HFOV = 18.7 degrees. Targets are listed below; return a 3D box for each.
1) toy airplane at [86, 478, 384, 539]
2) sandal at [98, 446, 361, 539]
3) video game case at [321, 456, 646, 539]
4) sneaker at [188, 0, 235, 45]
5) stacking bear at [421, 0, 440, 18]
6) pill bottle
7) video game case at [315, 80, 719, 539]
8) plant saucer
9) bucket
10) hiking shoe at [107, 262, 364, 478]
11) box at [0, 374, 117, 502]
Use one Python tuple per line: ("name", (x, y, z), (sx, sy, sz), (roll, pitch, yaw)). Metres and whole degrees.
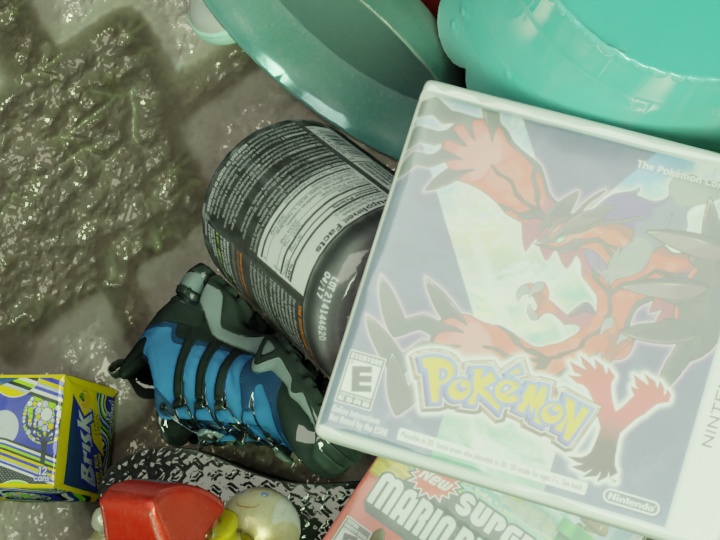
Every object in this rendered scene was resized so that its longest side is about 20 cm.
("toy airplane", (-0.063, 0.183, 1.141), (0.199, 0.199, 0.141), (29, 56, -7))
("sandal", (-0.049, 0.145, 1.221), (0.200, 0.048, 0.076), (7, 81, 12))
("video game case", (0.083, 0.113, 1.155), (0.143, 0.017, 0.200), (35, 95, 14))
("sneaker", (-0.076, -0.238, 1.256), (0.078, 0.140, 0.201), (29, 94, 39))
("stacking bear", (0.017, -0.211, 1.186), (0.122, 0.200, 0.114), (-55, 26, -18))
("pill bottle", (0.000, 0.000, 1.156), (0.106, 0.106, 0.200), (-54, 36, 3))
("video game case", (0.098, 0.019, 1.030), (0.199, 0.023, 0.183), (15, 80, 14))
("plant saucer", (-0.012, -0.133, 1.194), (0.200, 0.200, 0.036), (31, 74, 27))
("bucket", (0.147, -0.153, 1.083), (0.206, 0.135, 0.208), (3, 73, -9))
("hiking shoe", (-0.065, 0.074, 1.198), (0.087, 0.074, 0.200), (-46, 34, -4))
("box", (-0.249, 0.100, 1.307), (0.199, 0.064, 0.070), (-2, 76, 24))
